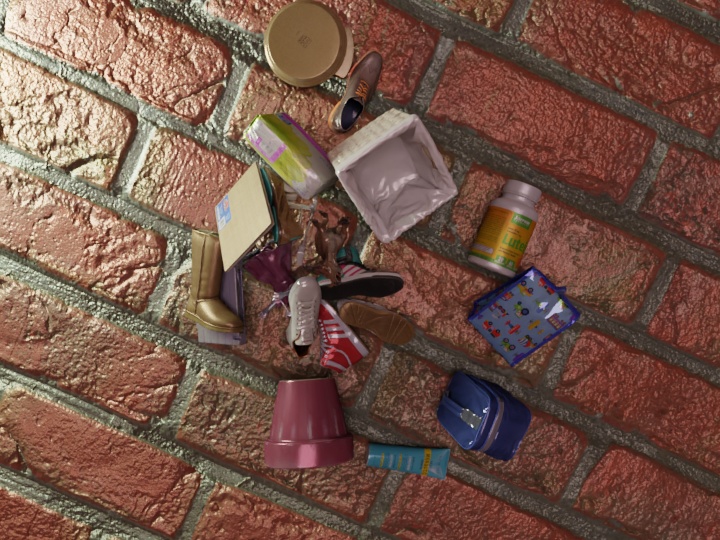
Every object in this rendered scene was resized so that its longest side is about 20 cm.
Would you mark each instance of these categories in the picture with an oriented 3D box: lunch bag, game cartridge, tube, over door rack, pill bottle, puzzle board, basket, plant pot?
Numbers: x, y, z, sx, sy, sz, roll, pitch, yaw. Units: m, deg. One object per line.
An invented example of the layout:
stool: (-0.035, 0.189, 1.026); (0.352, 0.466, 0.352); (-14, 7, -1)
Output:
lunch bag: (0.365, 0.092, 1.128); (0.151, 0.094, 0.200); (47, 125, -3)
game cartridge: (-0.323, 0.068, 1.174); (0.129, 0.038, 0.201); (1, 95, 31)
tube: (0.112, 0.451, 1.224); (0.199, 0.050, 0.078); (9, 102, -6)
over door rack: (-0.177, -0.114, 1.118); (0.147, 0.067, 0.200); (9, 51, 0)
pill bottle: (0.328, -0.095, 1.148); (0.111, 0.111, 0.201); (22, 94, -2)
puzzle board: (-0.241, -0.113, 1.057); (0.151, 0.200, 0.017); (-42, 136, 23)
basket: (0.060, -0.205, 1.088); (0.200, 0.161, 0.198); (-35, 119, 2)
plant pot: (-0.116, 0.334, 1.150); (0.199, 0.200, 0.180); (-3, 78, 0)
lunch bag: (0.258, 0.313, 1.141); (0.132, 0.200, 0.136); (24, 92, -20)

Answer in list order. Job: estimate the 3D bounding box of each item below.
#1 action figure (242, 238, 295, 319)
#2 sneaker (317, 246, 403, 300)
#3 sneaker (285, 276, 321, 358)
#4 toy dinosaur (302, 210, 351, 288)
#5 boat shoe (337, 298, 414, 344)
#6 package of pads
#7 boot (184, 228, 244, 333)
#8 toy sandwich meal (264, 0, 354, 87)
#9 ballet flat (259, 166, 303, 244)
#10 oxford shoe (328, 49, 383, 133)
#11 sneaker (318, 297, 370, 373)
action figure: (-0.177, 0.028, 1.180); (0.149, 0.134, 0.200); (-42, 106, -36)
sneaker: (0.000, 0.000, 1.149); (0.199, 0.121, 0.084); (-5, 139, 13)
sneaker: (-0.115, 0.107, 1.109); (0.073, 0.085, 0.200); (-6, 129, -21)
toy dinosaur: (-0.073, -0.051, 1.114); (0.086, 0.200, 0.136); (9, 107, -3)
boat shoe: (0.036, 0.109, 1.185); (0.200, 0.069, 0.071); (27, 99, -23)
package of pads: (-0.143, -0.252, 1.110); (0.200, 0.155, 0.068); (45, 114, -3)
boot: (-0.313, 0.022, 1.110); (0.175, 0.066, 0.201); (15, 100, 27)
toy sandwich meal: (-0.112, -0.500, 1.143); (0.204, 0.070, 0.206); (0, 95, 5)
ballet flat: (-0.159, -0.137, 1.063); (0.072, 0.068, 0.200); (-5, 52, -24)
oxford shoe: (0.001, -0.393, 1.136); (0.071, 0.073, 0.200); (23, 99, -25)
sneaker: (-0.080, 0.147, 1.185); (0.112, 0.071, 0.200); (-39, 95, -1)
